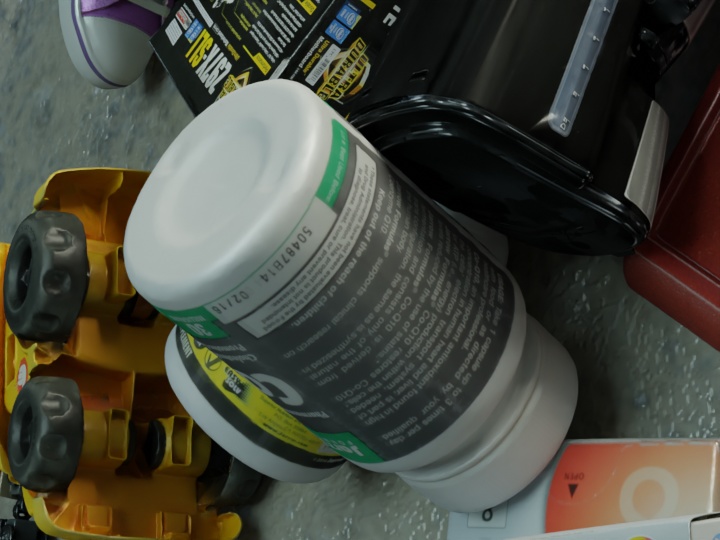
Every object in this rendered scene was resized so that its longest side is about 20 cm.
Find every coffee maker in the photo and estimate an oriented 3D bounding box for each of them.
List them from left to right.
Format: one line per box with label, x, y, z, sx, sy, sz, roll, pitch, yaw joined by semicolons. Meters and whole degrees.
coffee maker;0.071;-0.131;1.042;0.135;0.191;0.201;111;-177;-73

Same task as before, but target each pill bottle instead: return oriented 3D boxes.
pill bottle;0.000;0.000;1.159;0.200;0.112;0.113;-50;45;23
pill bottle;0.001;0.017;1.030;0.113;0.200;0.114;-31;37;27

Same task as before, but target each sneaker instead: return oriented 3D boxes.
sneaker;-0.112;-0.207;1.393;0.114;0.072;0.202;3;78;45

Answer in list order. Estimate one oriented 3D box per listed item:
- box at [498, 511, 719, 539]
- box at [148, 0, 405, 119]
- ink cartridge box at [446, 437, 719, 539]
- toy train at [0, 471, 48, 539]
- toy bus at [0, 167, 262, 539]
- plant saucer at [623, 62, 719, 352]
box;0.104;0.209;0.983;0.155;0.041;0.202;-15;82;46
box;-0.028;-0.140;1.185;0.160;0.049;0.200;-54;24;8
ink cartridge box;0.098;0.175;1.036;0.162;0.050;0.201;-6;69;47
toy train;-0.200;0.105;1.407;0.046;0.034;0.202;-14;67;57
toy bus;-0.151;0.066;1.303;0.192;0.135;0.202;-29;58;54
plant saucer;0.207;-0.044;1.003;0.200;0.037;0.201;39;106;47
